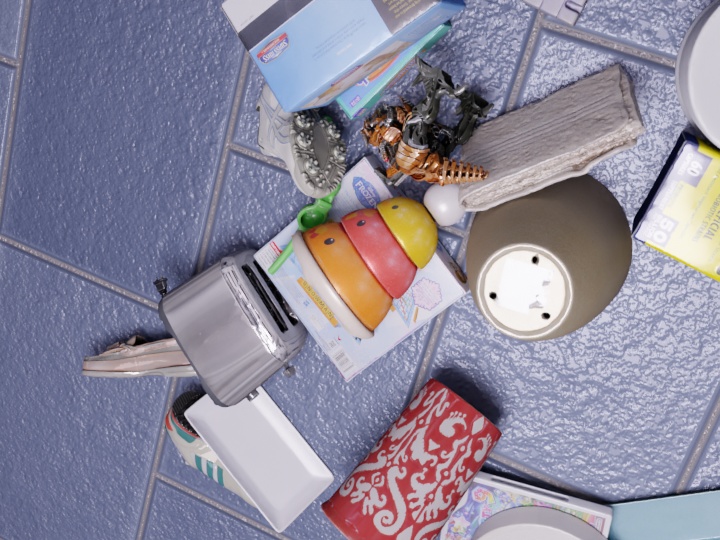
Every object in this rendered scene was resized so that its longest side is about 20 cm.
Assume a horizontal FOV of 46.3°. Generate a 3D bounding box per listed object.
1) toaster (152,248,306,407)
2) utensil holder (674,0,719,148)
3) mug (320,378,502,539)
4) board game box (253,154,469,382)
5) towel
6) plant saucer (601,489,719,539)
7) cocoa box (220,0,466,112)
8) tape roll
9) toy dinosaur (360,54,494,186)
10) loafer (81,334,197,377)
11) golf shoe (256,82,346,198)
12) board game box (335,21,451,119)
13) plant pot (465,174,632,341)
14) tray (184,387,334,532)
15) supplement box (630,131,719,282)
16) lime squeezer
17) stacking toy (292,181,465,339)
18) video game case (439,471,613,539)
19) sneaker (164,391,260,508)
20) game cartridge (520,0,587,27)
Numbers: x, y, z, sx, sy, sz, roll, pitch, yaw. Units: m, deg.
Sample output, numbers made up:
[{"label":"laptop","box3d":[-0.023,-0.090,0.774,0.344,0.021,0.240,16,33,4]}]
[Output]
[{"label":"toaster","box3d":[-0.161,0.062,1.070,0.128,0.114,0.201,-33,89,20]},{"label":"utensil holder","box3d":[0.377,-0.181,0.766,0.168,0.200,0.172,5,105,18]},{"label":"mug","box3d":[0.053,0.230,1.003,0.201,0.133,0.177,-52,41,-5]},{"label":"board game box","box3d":[0.000,0.000,1.032,0.199,0.041,0.201,-37,88,24]},{"label":"towel","box3d":[0.195,-0.138,0.884,0.198,0.133,0.035,-21,124,24]},{"label":"plant saucer","box3d":[0.385,0.289,0.978,0.198,0.019,0.071,-15,97,22]},{"label":"cocoa box","box3d":[-0.013,-0.273,0.871,0.199,0.133,0.132,-30,93,23]},{"label":"tape roll","box3d":[0.223,0.381,1.025,0.200,0.037,0.205,9,115,19]},{"label":"toy dinosaur","box3d":[0.077,-0.144,0.924,0.199,0.102,0.137,37,101,27]},{"label":"loafer","box3d":[-0.289,0.115,1.159,0.197,0.072,0.064,-2,86,14]},{"label":"golf shoe","box3d":[-0.076,-0.149,0.976,0.097,0.078,0.202,-41,46,35]},{"label":"board game box","box3d":[-0.016,-0.300,0.962,0.152,0.045,0.201,-40,88,23]},{"label":"plant pot","box3d":[0.183,-0.004,0.880,0.185,0.200,0.190,5,105,19]},{"label":"tray","box3d":[-0.135,0.236,1.122,0.201,0.107,0.022,50,153,2]},{"label":"supplement box","box3d":[0.388,-0.044,0.845,0.198,0.109,0.110,28,111,11]},{"label":"lime squeezer","box3d":[-0.061,-0.084,0.993,0.070,0.038,0.202,22,93,38]},{"label":"stacking toy","box3d":[0.035,-0.034,0.941,0.199,0.146,0.147,-37,89,4]},{"label":"video game case","box3d":[0.199,0.327,1.043,0.198,0.018,0.145,12,117,17]},{"label":"sneaker","box3d":[-0.191,0.255,1.161,0.200,0.070,0.093,44,139,-4]},{"label":"game cartridge","box3d":[0.212,-0.374,0.869,0.129,0.038,0.202,32,112,14]}]
